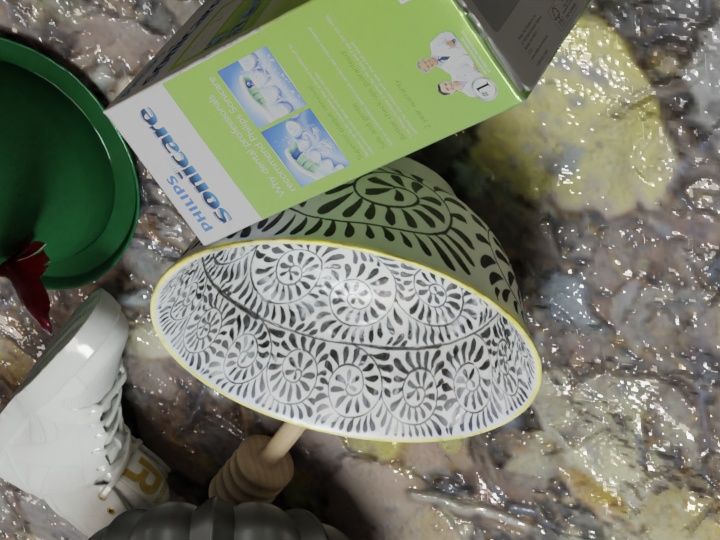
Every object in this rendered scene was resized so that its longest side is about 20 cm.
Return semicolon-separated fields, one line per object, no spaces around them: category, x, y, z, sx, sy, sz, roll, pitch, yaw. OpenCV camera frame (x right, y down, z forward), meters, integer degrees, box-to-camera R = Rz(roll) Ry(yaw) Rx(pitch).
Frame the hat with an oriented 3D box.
hat;-0.225;-0.019;1.140;0.165;0.176;0.200;38;134;-4

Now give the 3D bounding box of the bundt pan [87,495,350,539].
bundt pan;-0.083;0.193;1.260;0.200;0.076;0.202;0;152;0

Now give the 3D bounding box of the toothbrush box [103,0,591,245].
toothbrush box;0.003;-0.111;0.964;0.199;0.146;0.086;-24;112;40

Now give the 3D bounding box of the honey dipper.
honey dipper;-0.031;0.080;1.211;0.038;0.038;0.200;36;133;-2

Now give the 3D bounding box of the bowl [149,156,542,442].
bowl;0.000;0.000;1.072;0.199;0.095;0.201;9;151;5

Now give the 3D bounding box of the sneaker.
sneaker;-0.151;0.092;1.269;0.115;0.074;0.200;36;143;-5
